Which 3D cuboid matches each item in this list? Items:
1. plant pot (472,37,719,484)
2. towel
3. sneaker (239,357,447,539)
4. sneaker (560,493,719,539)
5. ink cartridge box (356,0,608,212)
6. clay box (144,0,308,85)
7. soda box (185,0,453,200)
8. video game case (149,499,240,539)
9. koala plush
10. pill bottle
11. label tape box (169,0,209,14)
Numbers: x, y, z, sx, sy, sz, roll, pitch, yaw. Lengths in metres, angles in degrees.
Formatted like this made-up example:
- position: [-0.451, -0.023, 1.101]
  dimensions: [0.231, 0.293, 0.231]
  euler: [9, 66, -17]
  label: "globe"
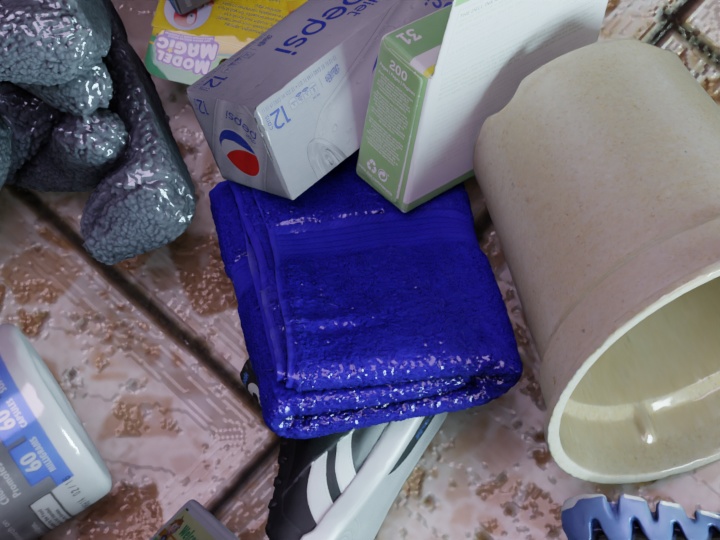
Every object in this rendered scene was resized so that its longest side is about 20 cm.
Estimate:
- position: [0.154, -0.017, 1.421]
  dimensions: [0.200, 0.201, 0.184]
  euler: [-26, 58, -2]
  label: "plant pot"
- position: [0.000, 0.000, 1.449]
  dimensions: [0.147, 0.050, 0.201]
  euler: [-11, 44, -5]
  label: "towel"
- position: [-0.035, 0.105, 1.461]
  dimensions: [0.111, 0.073, 0.200]
  euler: [28, 69, 19]
  label: "sneaker"
- position: [0.200, 0.188, 1.395]
  dimensions: [0.198, 0.081, 0.116]
  euler: [4, 75, 17]
  label: "sneaker"
- position: [0.077, -0.139, 1.430]
  dimensions: [0.145, 0.201, 0.048]
  euler: [-28, 56, -34]
  label: "ink cartridge box"
- position: [-0.049, -0.190, 1.571]
  dimensions: [0.114, 0.048, 0.201]
  euler: [14, 75, 11]
  label: "clay box"
- position: [0.000, -0.124, 1.488]
  dimensions: [0.200, 0.064, 0.068]
  euler: [-39, 34, -27]
  label: "soda box"
- position: [-0.124, 0.211, 1.378]
  dimensions: [0.182, 0.200, 0.022]
  euler: [-45, 107, -7]
  label: "video game case"
- position: [-0.222, -0.080, 1.500]
  dimensions: [0.199, 0.178, 0.184]
  euler: [-28, 32, 4]
  label: "koala plush"
- position: [-0.250, 0.127, 1.455]
  dimensions: [0.199, 0.114, 0.114]
  euler: [-33, 70, -4]
  label: "pill bottle"
- position: [-0.055, -0.262, 1.537]
  dimensions: [0.199, 0.066, 0.144]
  euler: [-28, 71, -2]
  label: "label tape box"
